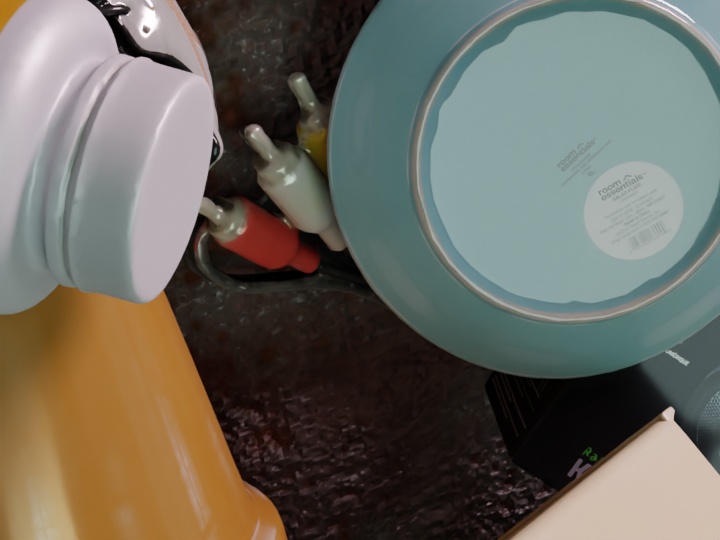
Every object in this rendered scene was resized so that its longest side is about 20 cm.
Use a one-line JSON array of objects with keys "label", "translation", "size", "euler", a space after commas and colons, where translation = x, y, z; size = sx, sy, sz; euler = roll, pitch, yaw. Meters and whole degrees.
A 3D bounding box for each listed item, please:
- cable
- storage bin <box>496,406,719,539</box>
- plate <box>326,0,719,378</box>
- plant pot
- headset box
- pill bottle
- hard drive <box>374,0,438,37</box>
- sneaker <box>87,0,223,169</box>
[{"label": "cable", "translation": [0.000, 0.000, 0.738], "size": [0.097, 0.050, 0.200], "euler": [-47, 125, 4]}, {"label": "storage bin", "translation": [0.050, 0.168, 0.649], "size": [0.199, 0.094, 0.200], "euler": [-45, 169, 32]}, {"label": "plate", "translation": [0.086, -0.046, 0.663], "size": [0.199, 0.026, 0.201], "euler": [-1, 108, -4]}, {"label": "plant pot", "translation": [-0.132, 0.082, 0.656], "size": [0.199, 0.200, 0.184], "euler": [-13, 107, -16]}, {"label": "headset box", "translation": [0.186, 0.034, 0.761], "size": [0.174, 0.093, 0.200], "euler": [32, 103, -14]}, {"label": "pill bottle", "translation": [-0.155, -0.051, 0.555], "size": [0.199, 0.109, 0.110], "euler": [15, 116, 8]}, {"label": "hard drive", "translation": [0.067, -0.162, 0.652], "size": [0.139, 0.033, 0.201], "euler": [-11, 114, -2]}, {"label": "sneaker", "translation": [-0.106, -0.112, 0.612], "size": [0.074, 0.080, 0.200], "euler": [-35, 124, 1]}]
